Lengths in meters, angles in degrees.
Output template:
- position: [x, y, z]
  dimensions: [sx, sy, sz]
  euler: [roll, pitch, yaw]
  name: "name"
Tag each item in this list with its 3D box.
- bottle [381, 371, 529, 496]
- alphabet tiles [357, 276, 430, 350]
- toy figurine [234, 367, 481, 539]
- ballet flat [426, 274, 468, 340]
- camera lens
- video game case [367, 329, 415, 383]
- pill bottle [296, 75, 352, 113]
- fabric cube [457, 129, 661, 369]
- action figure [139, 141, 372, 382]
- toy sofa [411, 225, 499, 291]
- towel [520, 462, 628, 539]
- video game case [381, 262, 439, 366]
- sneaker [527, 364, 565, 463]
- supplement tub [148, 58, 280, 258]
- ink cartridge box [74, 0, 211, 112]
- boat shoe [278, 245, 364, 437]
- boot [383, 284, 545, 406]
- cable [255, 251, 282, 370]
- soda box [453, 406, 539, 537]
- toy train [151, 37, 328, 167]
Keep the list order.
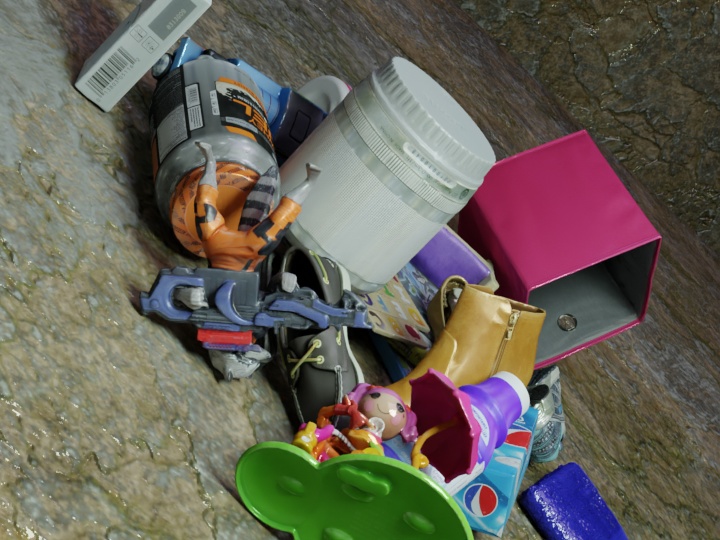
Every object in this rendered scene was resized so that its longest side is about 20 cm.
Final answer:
- position: [0.079, 0.158, 1.243]
  dimensions: [0.199, 0.065, 0.084]
  euler: [-30, 81, -38]
  name: "bottle"
- position: [0.000, 0.000, 1.459]
  dimensions: [0.166, 0.006, 0.201]
  euler: [24, 29, -51]
  name: "alphabet tiles"
- position: [0.020, 0.150, 1.105]
  dimensions: [0.198, 0.152, 0.185]
  euler: [24, 34, 6]
  name: "toy figurine"
- position: [0.112, 0.075, 1.457]
  dimensions: [0.068, 0.064, 0.201]
  euler: [9, 31, -20]
  name: "ballet flat"
- position: [0.016, -0.089, 1.350]
  dimensions: [0.160, 0.200, 0.161]
  euler: [40, 20, -17]
  name: "camera lens"
- position: [0.082, 0.107, 1.547]
  dimensions: [0.199, 0.018, 0.144]
  euler: [25, 30, -48]
  name: "video game case"
- position: [0.001, -0.155, 1.726]
  dimensions: [0.199, 0.113, 0.114]
  euler: [29, 27, -44]
  name: "pill bottle"
- position: [0.254, -0.024, 1.796]
  dimensions: [0.201, 0.194, 0.201]
  euler: [86, -21, -54]
  name: "fabric cube"
- position: [-0.080, 0.002, 1.173]
  dimensions: [0.197, 0.197, 0.105]
  euler: [12, -2, 2]
  name: "action figure"
- position: [0.076, -0.022, 1.682]
  dimensions: [0.200, 0.083, 0.098]
  euler: [42, 19, -18]
  name: "toy sofa"
- position: [0.267, 0.308, 1.513]
  dimensions: [0.201, 0.049, 0.147]
  euler: [52, 19, 11]
  name: "towel"
- position: [0.056, 0.042, 1.548]
  dimensions: [0.180, 0.025, 0.201]
  euler: [42, 20, -16]
  name: "video game case"
- position: [0.211, 0.176, 1.641]
  dimensions: [0.200, 0.077, 0.087]
  euler: [-45, 115, -73]
  name: "sneaker"
- position: [-0.142, -0.108, 1.317]
  dimensions: [0.122, 0.122, 0.201]
  euler: [35, 24, -32]
  name: "supplement tub"
- position: [-0.216, -0.267, 1.404]
  dimensions: [0.047, 0.160, 0.201]
  euler: [39, 21, -23]
  name: "ink cartridge box"
- position: [-0.043, 0.071, 1.227]
  dimensions: [0.060, 0.071, 0.204]
  euler: [35, 38, -45]
  name: "boat shoe"
- position: [0.082, 0.083, 1.326]
  dimensions: [0.198, 0.146, 0.071]
  euler: [6, 13, -26]
  name: "boot"
- position: [-0.078, 0.029, 1.295]
  dimensions: [0.098, 0.050, 0.200]
  euler: [60, 18, -1]
  name: "cable"
- position: [0.135, 0.195, 1.385]
  dimensions: [0.063, 0.069, 0.200]
  euler: [14, 16, 11]
  name: "soda box"
- position: [-0.132, -0.178, 1.468]
  dimensions: [0.113, 0.088, 0.199]
  euler: [6, -19, 46]
  name: "toy train"
